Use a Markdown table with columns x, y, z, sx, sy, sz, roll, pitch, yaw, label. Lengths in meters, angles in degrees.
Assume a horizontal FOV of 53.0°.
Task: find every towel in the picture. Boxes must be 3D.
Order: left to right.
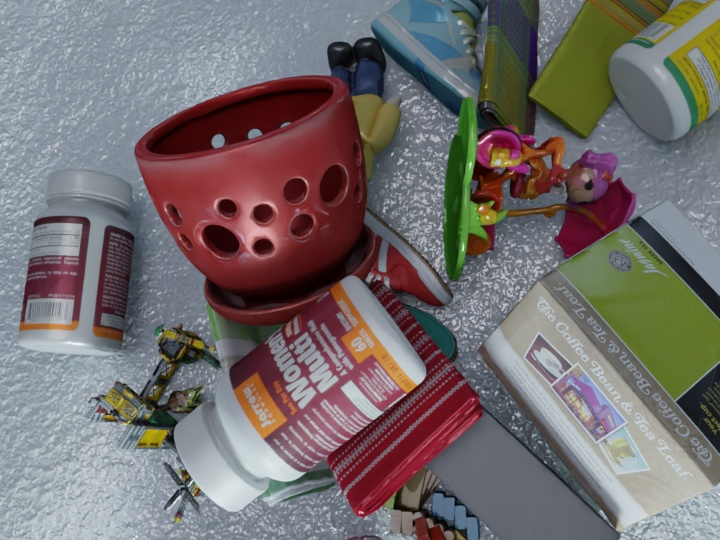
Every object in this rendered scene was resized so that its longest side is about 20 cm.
| x | y | z | sx | sy | sz | roll | pitch | yaw | label |
| --- | --- | --- | --- | --- | --- | --- | --- | --- | --- |
| -0.082 | 0.129 | 0.738 | 0.031 | 0.149 | 0.202 | -26 | 73 | 18 | towel |
| 0.012 | 0.109 | 0.665 | 0.145 | 0.022 | 0.200 | -43 | 39 | 4 | towel |
| 0.160 | -0.232 | 0.773 | 0.023 | 0.143 | 0.202 | -2 | 77 | 31 | towel |
| 0.268 | -0.252 | 0.800 | 0.086 | 0.018 | 0.201 | 33 | 86 | -7 | towel |

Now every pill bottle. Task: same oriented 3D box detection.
| x | y | z | sx | sy | sz | roll | pitch | yaw | label |
| --- | --- | --- | --- | --- | --- | --- | --- | --- | --- |
| -0.326 | -0.007 | 0.841 | 0.113 | 0.114 | 0.202 | 0 | 77 | 12 | pill bottle |
| -0.051 | 0.105 | 0.609 | 0.199 | 0.110 | 0.110 | -38 | 72 | 2 | pill bottle |
| 0.369 | -0.235 | 0.740 | 0.199 | 0.113 | 0.113 | -37 | 72 | 2 | pill bottle |

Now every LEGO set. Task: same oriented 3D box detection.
| x | y | z | sx | sy | sz | roll | pitch | yaw | label |
| --- | --- | --- | --- | --- | --- | --- | --- | --- | --- |
| -0.190 | 0.148 | 0.765 | 0.200 | 0.116 | 0.154 | 41 | 92 | 22 | LEGO set |

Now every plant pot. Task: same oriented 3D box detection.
| x | y | z | sx | sy | sz | roll | pitch | yaw | label |
| --- | --- | --- | --- | --- | --- | --- | --- | --- | --- |
| -0.085 | -0.065 | 0.678 | 0.198 | 0.184 | 0.201 | -12 | 30 | 7 | plant pot |

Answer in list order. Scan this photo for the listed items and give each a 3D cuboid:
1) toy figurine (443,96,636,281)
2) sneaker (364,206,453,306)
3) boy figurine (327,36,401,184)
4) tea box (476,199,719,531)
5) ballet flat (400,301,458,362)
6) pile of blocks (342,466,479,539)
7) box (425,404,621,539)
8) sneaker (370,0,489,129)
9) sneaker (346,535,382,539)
| x | y | z | sx | sy | sz | roll | pitch | yaw | label |
| --- | --- | --- | --- | --- | --- | --- | --- | --- | --- |
| 0.184 | -0.080 | 0.724 | 0.182 | 0.201 | 0.151 | 1 | 47 | 0 | toy figurine |
| 0.000 | 0.000 | 0.789 | 0.113 | 0.071 | 0.200 | -46 | 65 | -5 | sneaker |
| -0.016 | -0.168 | 0.810 | 0.123 | 0.065 | 0.202 | -2 | 57 | 13 | boy figurine |
| 0.252 | 0.078 | 0.642 | 0.196 | 0.134 | 0.201 | -25 | 68 | -31 | tea box |
| 0.010 | 0.064 | 0.775 | 0.199 | 0.072 | 0.073 | 17 | 81 | 15 | ballet flat |
| 0.065 | 0.243 | 0.725 | 0.199 | 0.062 | 0.082 | 35 | 87 | 17 | pile of blocks |
| 0.132 | 0.196 | 0.679 | 0.200 | 0.141 | 0.079 | 42 | 89 | 17 | box |
| 0.118 | -0.262 | 0.820 | 0.131 | 0.080 | 0.200 | -44 | 73 | 1 | sneaker |
| -0.044 | 0.324 | 0.682 | 0.088 | 0.199 | 0.074 | 58 | 136 | 20 | sneaker |
